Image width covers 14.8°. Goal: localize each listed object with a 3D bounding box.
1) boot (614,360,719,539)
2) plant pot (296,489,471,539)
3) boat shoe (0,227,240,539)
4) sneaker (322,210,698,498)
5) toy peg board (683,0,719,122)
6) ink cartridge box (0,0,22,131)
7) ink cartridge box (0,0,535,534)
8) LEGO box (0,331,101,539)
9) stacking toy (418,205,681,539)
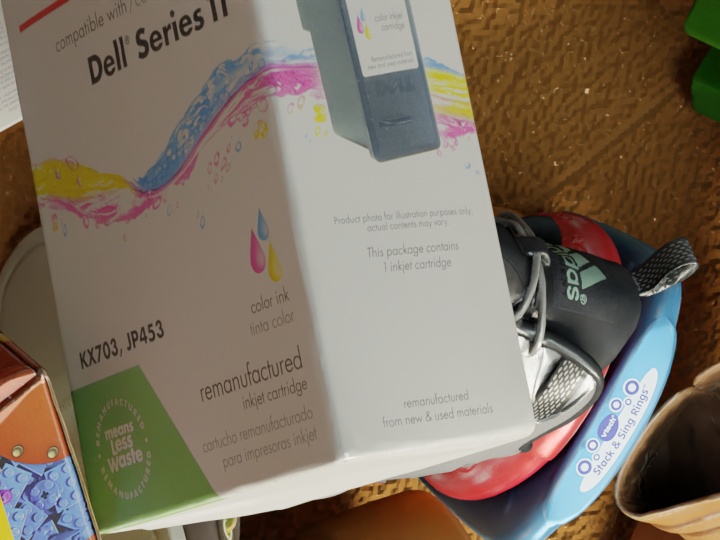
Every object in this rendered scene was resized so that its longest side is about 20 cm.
[{"bbox_3d":[0.129,0.081,1.004,0.200,0.074,0.154,-54,158,22],"label":"boot"},{"bbox_3d":[-0.021,0.187,0.937,0.139,0.200,0.201,-12,116,-15],"label":"plant pot"},{"bbox_3d":[-0.066,0.080,0.876,0.059,0.201,0.072,12,143,-43],"label":"boat shoe"},{"bbox_3d":[0.038,-0.006,0.834,0.139,0.078,0.200,-3,146,-12],"label":"sneaker"},{"bbox_3d":[0.193,-0.134,0.975,0.200,0.098,0.200,-55,158,-19],"label":"toy peg board"},{"bbox_3d":[-0.129,-0.071,0.816,0.199,0.094,0.044,-30,122,-19],"label":"ink cartridge box"},{"bbox_3d":[-0.032,-0.042,0.718,0.067,0.117,0.201,-5,79,-38],"label":"ink cartridge box"},{"bbox_3d":[-0.181,0.053,0.766,0.148,0.200,0.077,-25,120,-21],"label":"LEGO box"},{"bbox_3d":[0.000,0.000,0.936,0.200,0.110,0.116,30,92,-26],"label":"stacking toy"}]
